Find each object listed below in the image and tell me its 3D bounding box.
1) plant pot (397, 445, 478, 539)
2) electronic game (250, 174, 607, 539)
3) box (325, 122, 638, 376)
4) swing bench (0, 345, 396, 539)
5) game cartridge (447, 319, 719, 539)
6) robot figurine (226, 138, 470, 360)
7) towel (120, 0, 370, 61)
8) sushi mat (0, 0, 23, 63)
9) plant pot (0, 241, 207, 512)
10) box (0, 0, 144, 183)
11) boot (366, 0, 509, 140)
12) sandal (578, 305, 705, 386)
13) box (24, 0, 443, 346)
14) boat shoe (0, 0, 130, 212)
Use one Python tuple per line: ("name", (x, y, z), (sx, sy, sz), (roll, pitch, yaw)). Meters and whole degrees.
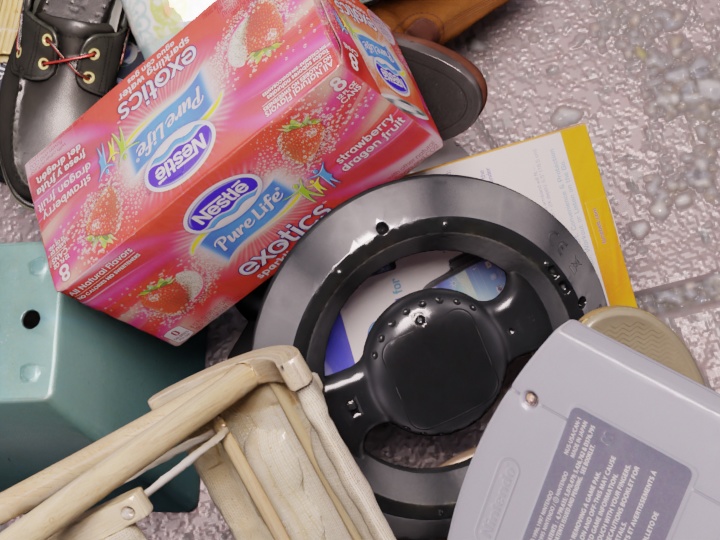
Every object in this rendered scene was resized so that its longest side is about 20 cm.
("plant pot", (0.106, 0.203, 0.794), (0.199, 0.093, 0.203), (-3, 70, 9))
("electronic game", (0.039, 0.049, 0.739), (0.198, 0.042, 0.202), (-2, 103, -10))
("box", (0.053, -0.001, 0.797), (0.198, 0.041, 0.120), (-16, 92, -13))
("swing bench", (-0.076, 0.170, 0.682), (0.199, 0.130, 0.200), (-30, 99, -18))
("game cartridge", (0.112, 0.133, 0.691), (0.132, 0.041, 0.202), (27, 113, 23))
("robot figurine", (0.000, -0.001, 0.863), (0.124, 0.150, 0.201), (27, 77, 30))
("towel", (-0.064, -0.231, 0.836), (0.198, 0.048, 0.173), (-20, 88, -1))
("sushi mat", (-0.226, -0.230, 0.926), (0.095, 0.012, 0.202), (4, 72, 10))
("plant pot", (-0.187, 0.058, 0.835), (0.140, 0.200, 0.143), (-2, 70, 8))
("box", (-0.170, -0.122, 0.943), (0.198, 0.107, 0.150), (18, 74, 14))
("boot", (0.051, -0.144, 0.869), (0.187, 0.069, 0.199), (4, 28, 46))
("sandal", (0.159, 0.115, 0.711), (0.079, 0.054, 0.202), (-9, 84, -15))
("box", (-0.070, -0.061, 0.735), (0.199, 0.099, 0.096), (-36, 54, 19))
("boat shoe", (-0.182, -0.137, 0.856), (0.073, 0.063, 0.203), (12, 74, -6))
